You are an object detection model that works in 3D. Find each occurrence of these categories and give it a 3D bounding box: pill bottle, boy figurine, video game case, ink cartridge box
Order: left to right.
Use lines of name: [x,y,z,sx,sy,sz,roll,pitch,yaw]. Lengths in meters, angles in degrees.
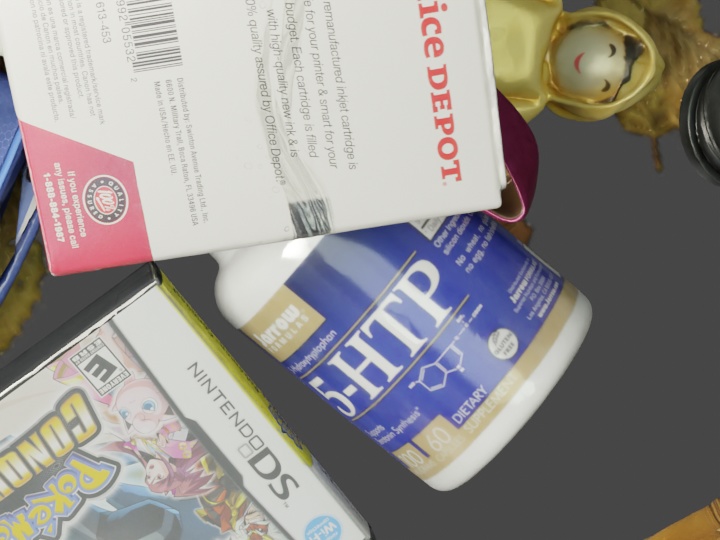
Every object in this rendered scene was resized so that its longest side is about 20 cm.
video game case: [-0.122,0.121,1.211,0.200,0.026,0.181,-36,114,5]
ink cartridge box: [-0.047,-0.092,1.102,0.199,0.084,0.145,-9,117,0]
pill bottle: [0.000,0.000,1.235,0.200,0.120,0.120,39,83,-5]
boy figurine: [0.052,-0.110,1.276,0.199,0.064,0.125,16,83,-4]

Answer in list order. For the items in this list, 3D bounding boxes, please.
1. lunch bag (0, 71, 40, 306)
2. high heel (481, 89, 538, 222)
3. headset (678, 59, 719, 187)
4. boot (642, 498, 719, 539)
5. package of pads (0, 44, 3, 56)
lunch bag: [-0.219,-0.024,1.196,0.132,0.136,0.201,24,84,-7]
high heel: [0.005,-0.099,1.175,0.200,0.096,0.067,31,112,-24]
headset: [0.217,-0.095,1.281,0.094,0.124,0.200,-18,72,-33]
boot: [0.222,0.124,1.252,0.201,0.144,0.071,-25,93,-9]
package of pads: [-0.192,-0.163,1.196,0.199,0.155,0.068,17,113,-8]
